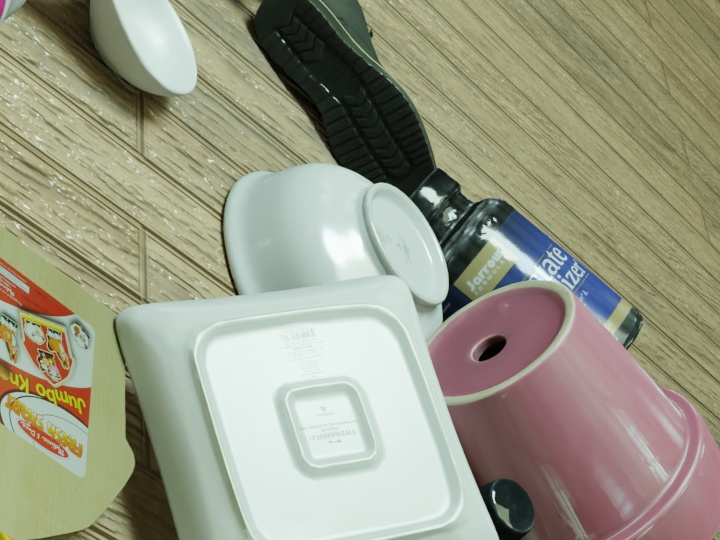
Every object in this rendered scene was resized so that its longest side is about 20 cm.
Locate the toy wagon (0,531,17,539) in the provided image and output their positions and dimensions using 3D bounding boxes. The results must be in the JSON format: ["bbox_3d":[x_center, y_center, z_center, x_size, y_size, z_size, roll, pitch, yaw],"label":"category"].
[{"bbox_3d":[-0.120,0.204,0.898,0.200,0.040,0.155,55,-7,-30],"label":"toy wagon"}]

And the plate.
[{"bbox_3d":[-0.023,0.094,1.114,0.199,0.032,0.201,-7,66,-30],"label":"plate"}]

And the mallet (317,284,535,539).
[{"bbox_3d":[0.024,0.100,1.200,0.200,0.066,0.041,48,38,8],"label":"mallet"}]

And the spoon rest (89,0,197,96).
[{"bbox_3d":[-0.172,-0.179,1.272,0.200,0.060,0.100,28,40,-48],"label":"spoon rest"}]

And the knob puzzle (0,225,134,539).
[{"bbox_3d":[-0.195,0.062,1.007,0.220,0.030,0.220,44,29,-33],"label":"knob puzzle"}]

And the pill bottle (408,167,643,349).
[{"bbox_3d":[0.109,0.016,1.488,0.200,0.112,0.112,39,26,3],"label":"pill bottle"}]

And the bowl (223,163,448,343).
[{"bbox_3d":[0.000,0.000,1.369,0.201,0.090,0.202,44,29,-32],"label":"bowl"}]

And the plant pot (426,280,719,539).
[{"bbox_3d":[0.130,0.115,1.333,0.179,0.199,0.200,58,24,-26],"label":"plant pot"}]

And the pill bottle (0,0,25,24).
[{"bbox_3d":[-0.254,-0.153,1.025,0.114,0.113,0.200,56,25,-9],"label":"pill bottle"}]

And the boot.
[{"bbox_3d":[0.005,-0.158,1.571,0.200,0.077,0.138,57,20,-10],"label":"boot"}]
